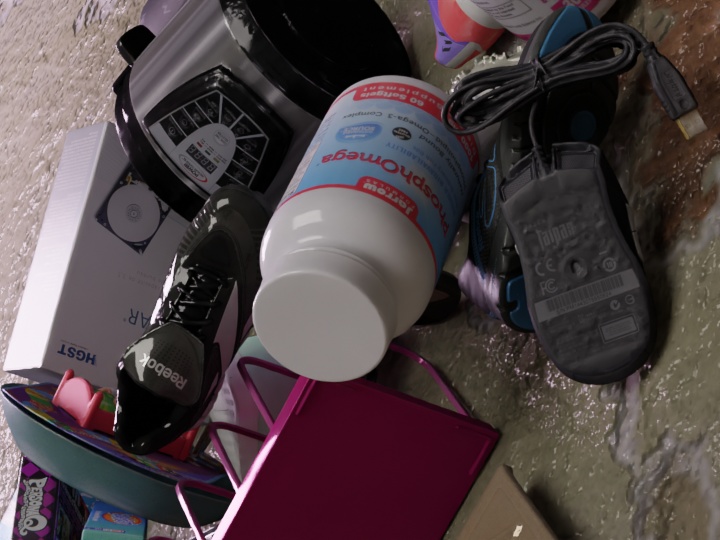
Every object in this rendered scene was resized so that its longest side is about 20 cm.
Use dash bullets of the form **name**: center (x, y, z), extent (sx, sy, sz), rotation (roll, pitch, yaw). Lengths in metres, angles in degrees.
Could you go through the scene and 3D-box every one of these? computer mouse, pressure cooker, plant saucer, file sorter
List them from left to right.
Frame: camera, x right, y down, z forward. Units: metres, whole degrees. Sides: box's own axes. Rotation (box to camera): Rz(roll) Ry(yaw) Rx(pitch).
- **plant saucer**: center (-0.175, 0.139, 1.619), extent (0.036, 0.200, 0.200), rotation (-65, 28, 3)
- **pressure cooker**: center (-0.080, -0.119, 1.648), extent (0.200, 0.178, 0.176), rotation (-42, 49, 33)
- **file sorter**: center (-0.034, 0.140, 1.440), extent (0.200, 0.139, 0.125), rotation (-62, 28, 14)
- **computer mouse**: center (0.146, -0.043, 1.306), extent (0.140, 0.046, 0.200), rotation (-26, 81, 17)

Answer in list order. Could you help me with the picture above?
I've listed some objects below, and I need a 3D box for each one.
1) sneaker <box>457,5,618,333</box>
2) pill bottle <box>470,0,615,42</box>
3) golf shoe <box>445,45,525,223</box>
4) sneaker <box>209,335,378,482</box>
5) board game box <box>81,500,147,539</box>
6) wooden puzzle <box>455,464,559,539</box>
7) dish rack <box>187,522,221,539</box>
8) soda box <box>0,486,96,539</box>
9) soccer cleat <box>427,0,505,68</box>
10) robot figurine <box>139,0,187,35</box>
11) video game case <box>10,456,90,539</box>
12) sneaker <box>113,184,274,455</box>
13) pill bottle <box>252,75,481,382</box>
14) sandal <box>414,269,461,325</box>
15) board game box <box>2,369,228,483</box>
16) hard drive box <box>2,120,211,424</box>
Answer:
- **sneaker**: center (0.100, -0.067, 1.382), extent (0.082, 0.073, 0.201), rotation (22, 100, 60)
- **pill bottle**: center (0.074, -0.239, 1.415), extent (0.113, 0.200, 0.114), rotation (-38, 33, 31)
- **golf shoe**: center (0.085, -0.082, 1.471), extent (0.200, 0.078, 0.097), rotation (-32, 70, 49)
- **sneaker**: center (-0.043, 0.093, 1.574), extent (0.201, 0.118, 0.074), rotation (103, 144, -67)
- **board game box**: center (-0.178, 0.247, 1.565), extent (0.200, 0.045, 0.153), rotation (-179, 96, -86)
- **wooden puzzle**: center (0.079, 0.236, 1.283), extent (0.186, 0.046, 0.200), rotation (-61, 25, 15)
- **dish rack**: center (-0.116, 0.273, 1.598), extent (0.172, 0.043, 0.201), rotation (-31, 47, 49)
- **soda box**: center (-0.231, 0.166, 1.846), extent (0.200, 0.064, 0.068), rotation (-61, 29, 13)
- **soccer cleat**: center (0.066, -0.232, 1.587), extent (0.073, 0.068, 0.200), rotation (-50, 36, 40)
- **robot figurine**: center (-0.101, -0.217, 1.803), extent (0.200, 0.125, 0.150), rotation (-51, 33, 31)
- **video game case**: center (-0.230, 0.262, 1.688), extent (0.200, 0.036, 0.182), rotation (79, -167, -61)
- **sneaker**: center (-0.107, 0.040, 1.416), extent (0.200, 0.066, 0.091), rotation (-65, -6, 29)
- **pill bottle**: center (0.002, -0.025, 1.369), extent (0.109, 0.109, 0.200), rotation (-45, 14, 38)
- **sandal**: center (-0.001, 0.000, 1.533), extent (0.201, 0.080, 0.058), rotation (4, 78, 62)
- **board game box**: center (-0.166, 0.101, 1.618), extent (0.039, 0.158, 0.200), rotation (-65, -8, 2)
- **hard drive box**: center (-0.173, 0.005, 1.754), extent (0.077, 0.156, 0.201), rotation (-7, 67, 58)
